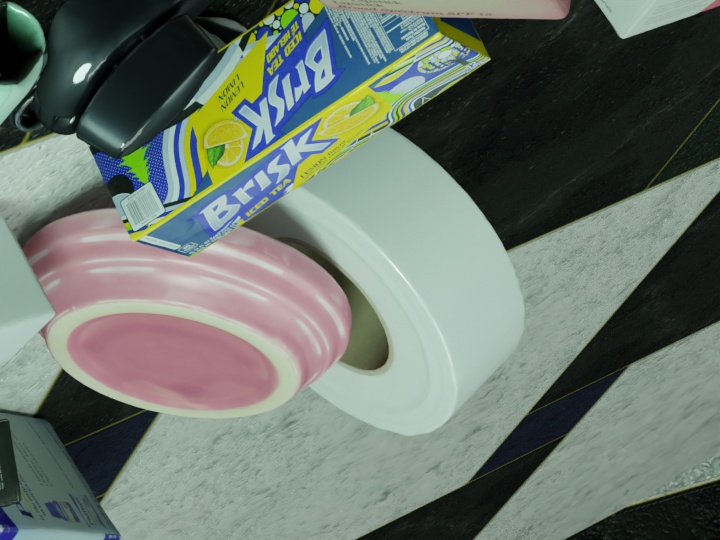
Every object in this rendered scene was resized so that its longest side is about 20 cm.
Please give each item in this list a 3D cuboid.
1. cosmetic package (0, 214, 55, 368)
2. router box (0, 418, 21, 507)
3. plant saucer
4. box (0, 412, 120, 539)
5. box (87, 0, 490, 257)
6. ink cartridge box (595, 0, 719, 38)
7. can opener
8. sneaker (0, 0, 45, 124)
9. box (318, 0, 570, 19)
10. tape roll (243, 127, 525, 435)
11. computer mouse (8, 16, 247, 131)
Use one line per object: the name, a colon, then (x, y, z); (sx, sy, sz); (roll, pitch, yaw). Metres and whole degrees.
cosmetic package: (-0.271, 0.037, 1.534); (0.102, 0.074, 0.199); (-40, 165, 37)
router box: (-0.302, 0.120, 1.572); (0.149, 0.051, 0.199); (-12, -176, -43)
plant saucer: (-0.106, 0.032, 1.684); (0.199, 0.051, 0.201); (7, 153, 4)
box: (-0.285, 0.183, 1.881); (0.184, 0.105, 0.200); (-38, 163, 11)
box: (-0.038, -0.087, 1.484); (0.199, 0.065, 0.070); (-32, 161, 18)
ink cartridge box: (0.227, -0.241, 1.703); (0.145, 0.085, 0.200); (-21, 161, -39)
can opener: (-0.084, -0.137, 1.382); (0.200, 0.078, 0.063); (-52, 180, -23)
sneaker: (-0.227, -0.064, 1.305); (0.200, 0.074, 0.118); (-38, 177, -43)
box: (0.021, -0.189, 1.300); (0.127, 0.110, 0.200); (4, 173, 16)
tape roll: (0.000, 0.000, 1.726); (0.071, 0.202, 0.203); (-44, 170, -26)
computer mouse: (-0.104, -0.104, 1.513); (0.110, 0.044, 0.200); (-41, 163, 18)
